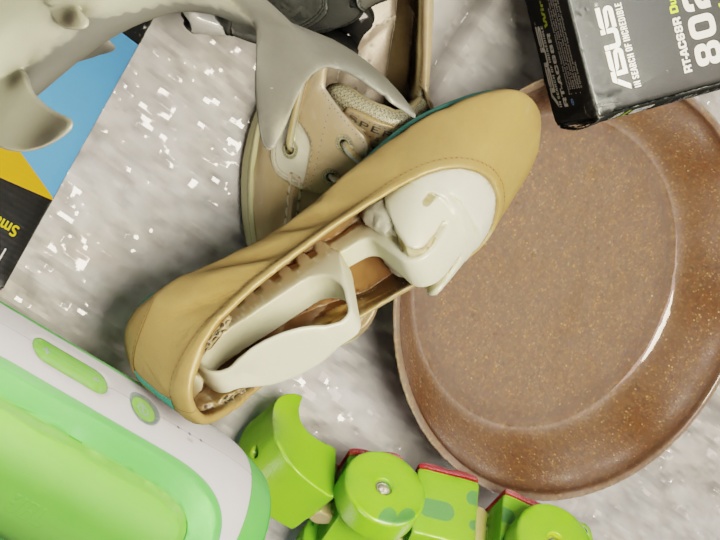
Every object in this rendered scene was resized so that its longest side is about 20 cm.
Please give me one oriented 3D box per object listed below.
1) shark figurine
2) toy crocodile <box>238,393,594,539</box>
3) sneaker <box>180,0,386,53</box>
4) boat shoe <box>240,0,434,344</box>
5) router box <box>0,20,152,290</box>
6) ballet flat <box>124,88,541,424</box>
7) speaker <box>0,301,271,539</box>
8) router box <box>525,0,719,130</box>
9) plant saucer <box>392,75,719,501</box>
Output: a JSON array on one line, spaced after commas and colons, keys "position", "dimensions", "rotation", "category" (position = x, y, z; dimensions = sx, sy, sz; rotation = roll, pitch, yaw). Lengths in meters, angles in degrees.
[{"position": [-0.095, -0.083, 0.868], "dimensions": [0.089, 0.213, 0.129], "rotation": [11, 66, -67], "category": "shark figurine"}, {"position": [0.038, 0.115, 1.045], "dimensions": [0.199, 0.068, 0.062], "rotation": [20, 48, -11], "category": "toy crocodile"}, {"position": [-0.015, -0.143, 0.890], "dimensions": [0.090, 0.200, 0.067], "rotation": [24, 60, 6], "category": "sneaker"}, {"position": [-0.003, -0.062, 1.000], "dimensions": [0.072, 0.065, 0.202], "rotation": [1, 102, -28], "category": "boat shoe"}, {"position": [-0.187, -0.104, 0.899], "dimensions": [0.199, 0.051, 0.150], "rotation": [30, 87, -32], "category": "router box"}, {"position": [0.000, 0.000, 0.959], "dimensions": [0.199, 0.063, 0.069], "rotation": [-33, 131, -5], "category": "ballet flat"}, {"position": [-0.133, 0.068, 0.953], "dimensions": [0.200, 0.088, 0.089], "rotation": [34, 86, -30], "category": "speaker"}, {"position": [0.135, -0.175, 1.009], "dimensions": [0.149, 0.062, 0.201], "rotation": [-16, 94, -12], "category": "router box"}, {"position": [0.092, 0.004, 1.080], "dimensions": [0.199, 0.037, 0.202], "rotation": [-9, 109, -28], "category": "plant saucer"}]
